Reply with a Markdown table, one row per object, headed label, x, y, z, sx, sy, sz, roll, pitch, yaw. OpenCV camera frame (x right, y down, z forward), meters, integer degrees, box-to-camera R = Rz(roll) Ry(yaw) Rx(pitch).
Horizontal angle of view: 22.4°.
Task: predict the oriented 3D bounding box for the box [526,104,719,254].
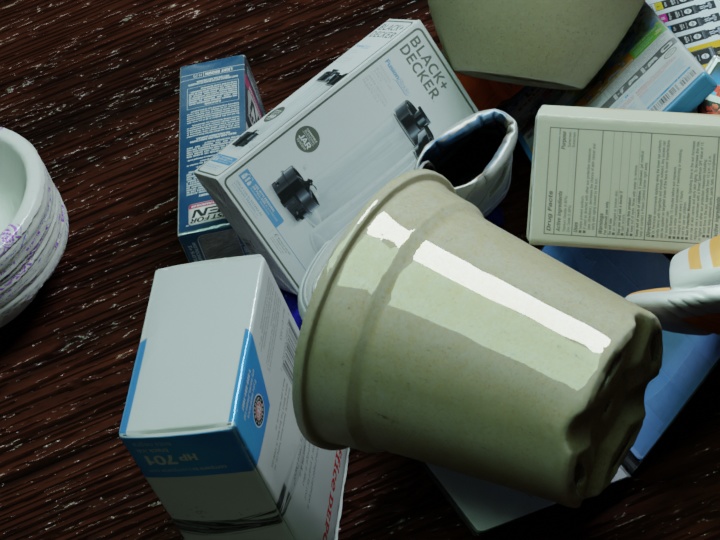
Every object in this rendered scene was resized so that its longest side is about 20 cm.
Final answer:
| label | x | y | z | sx | sy | sz | roll | pitch | yaw |
| --- | --- | --- | --- | --- | --- | --- | --- | --- | --- |
| box | 0.217 | -0.061 | 1.244 | 0.200 | 0.095 | 0.078 | 5 | 11 | 7 |

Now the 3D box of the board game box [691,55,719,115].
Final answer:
| label | x | y | z | sx | sy | sz | roll | pitch | yaw |
| --- | --- | --- | --- | --- | --- | --- | --- | --- | --- |
| board game box | 0.306 | -0.051 | 1.303 | 0.200 | 0.035 | 0.126 | 33 | 84 | 14 |

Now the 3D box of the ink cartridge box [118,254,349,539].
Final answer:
| label | x | y | z | sx | sy | sz | roll | pitch | yaw |
| --- | --- | --- | --- | --- | --- | --- | --- | --- | --- |
| ink cartridge box | -0.080 | 0.111 | 1.240 | 0.086 | 0.200 | 0.147 | -6 | 47 | 15 |

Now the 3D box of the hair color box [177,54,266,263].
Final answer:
| label | x | y | z | sx | sy | sz | roll | pitch | yaw |
| --- | --- | --- | --- | --- | --- | --- | --- | --- | --- |
| hair color box | -0.108 | -0.072 | 1.486 | 0.060 | 0.100 | 0.200 | -11 | 47 | 7 |

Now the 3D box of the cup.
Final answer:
| label | x | y | z | sx | sy | sz | roll | pitch | yaw |
| --- | --- | --- | --- | --- | --- | --- | --- | --- | --- |
| cup | 0.128 | -0.214 | 1.369 | 0.200 | 0.200 | 0.143 | 11 | 94 | 26 |

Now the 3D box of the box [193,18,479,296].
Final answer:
| label | x | y | z | sx | sy | sz | roll | pitch | yaw |
| --- | --- | --- | --- | --- | --- | --- | --- | --- | --- |
| box | -0.011 | -0.088 | 1.372 | 0.200 | 0.117 | 0.060 | -38 | 19 | -13 |

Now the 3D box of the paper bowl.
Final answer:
| label | x | y | z | sx | sy | sz | roll | pitch | yaw |
| --- | --- | --- | --- | --- | --- | --- | --- | --- | --- |
| paper bowl | -0.341 | -0.020 | 1.513 | 0.200 | 0.104 | 0.201 | -10 | 47 | 10 |

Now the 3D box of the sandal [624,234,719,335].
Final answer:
| label | x | y | z | sx | sy | sz | roll | pitch | yaw |
| --- | --- | --- | --- | --- | --- | --- | --- | --- | --- |
| sandal | 0.272 | -0.001 | 1.173 | 0.206 | 0.079 | 0.059 | -9 | 70 | 22 |

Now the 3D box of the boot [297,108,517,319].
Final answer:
| label | x | y | z | sx | sy | sz | roll | pitch | yaw |
| --- | --- | --- | --- | --- | --- | --- | --- | --- | --- |
| boot | 0.033 | -0.041 | 1.295 | 0.074 | 0.096 | 0.200 | 41 | 68 | 15 |

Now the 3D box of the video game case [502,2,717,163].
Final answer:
| label | x | y | z | sx | sy | sz | roll | pitch | yaw |
| --- | --- | --- | --- | --- | --- | --- | --- | --- | --- |
| video game case | 0.183 | -0.130 | 1.374 | 0.143 | 0.018 | 0.200 | -45 | 25 | 14 |

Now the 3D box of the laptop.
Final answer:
| label | x | y | z | sx | sy | sz | roll | pitch | yaw |
| --- | --- | --- | --- | --- | --- | --- | --- | --- | --- |
| laptop | 0.123 | 0.057 | 1.276 | 0.200 | 0.116 | 0.187 | -17 | 42 | -23 |

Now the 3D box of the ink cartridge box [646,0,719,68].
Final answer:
| label | x | y | z | sx | sy | sz | roll | pitch | yaw |
| --- | --- | --- | --- | --- | --- | --- | --- | --- | --- |
| ink cartridge box | 0.262 | -0.132 | 1.432 | 0.175 | 0.084 | 0.200 | -15 | 46 | 6 |

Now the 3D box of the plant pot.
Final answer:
| label | x | y | z | sx | sy | sz | roll | pitch | yaw |
| --- | --- | --- | --- | --- | --- | --- | --- | --- | --- |
| plant pot | 0.087 | 0.059 | 1.177 | 0.183 | 0.201 | 0.201 | 23 | 59 | 25 |

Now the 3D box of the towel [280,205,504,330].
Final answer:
| label | x | y | z | sx | sy | sz | roll | pitch | yaw |
| --- | --- | --- | --- | --- | --- | --- | --- | --- | --- |
| towel | 0.000 | 0.000 | 1.388 | 0.200 | 0.050 | 0.148 | -41 | 27 | -23 |

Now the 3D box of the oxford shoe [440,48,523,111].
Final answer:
| label | x | y | z | sx | sy | sz | roll | pitch | yaw |
| --- | --- | --- | --- | --- | --- | --- | --- | --- | --- |
| oxford shoe | 0.062 | -0.132 | 1.469 | 0.200 | 0.071 | 0.073 | -38 | 19 | -16 |
